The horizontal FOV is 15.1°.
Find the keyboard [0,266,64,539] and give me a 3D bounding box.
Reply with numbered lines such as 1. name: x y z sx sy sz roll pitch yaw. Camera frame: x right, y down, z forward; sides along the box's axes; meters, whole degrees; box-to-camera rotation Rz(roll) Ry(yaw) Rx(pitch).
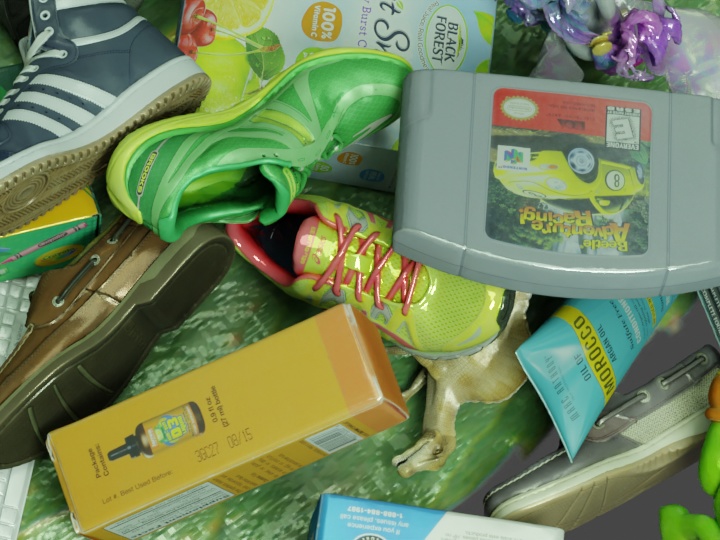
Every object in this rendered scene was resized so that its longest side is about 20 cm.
1. keyboard: -0.218 0.083 1.632 0.056 0.011 0.200 12 66 -4

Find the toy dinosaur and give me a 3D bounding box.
1. toy dinosaur: 0.070 0.031 1.654 0.101 0.058 0.200 34 97 33

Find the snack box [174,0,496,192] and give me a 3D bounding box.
1. snack box: -0.018 -0.145 1.731 0.200 0.068 0.169 10 67 -7

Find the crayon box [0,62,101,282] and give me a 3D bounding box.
1. crayon box: -0.270 -0.046 1.644 0.200 0.058 0.119 -14 64 -16

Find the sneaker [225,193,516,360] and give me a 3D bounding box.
1. sneaker: 0.000 0.000 1.616 0.200 0.090 0.078 15 87 35

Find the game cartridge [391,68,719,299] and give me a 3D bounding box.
1. game cartridge: 0.120 -0.048 1.583 0.200 0.041 0.133 5 63 -2

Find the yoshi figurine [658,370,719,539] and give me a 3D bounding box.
1. yoshi figurine: 0.238 0.166 1.601 0.112 0.112 0.200 16 76 -28

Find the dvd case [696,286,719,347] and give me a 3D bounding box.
1. dvd case: 0.271 0.011 1.712 0.146 0.022 0.200 -7 68 -37

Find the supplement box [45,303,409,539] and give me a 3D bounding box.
1. supplement box: -0.078 0.092 1.581 0.200 0.069 0.067 -23 72 8

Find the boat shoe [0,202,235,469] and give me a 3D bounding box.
1. boat shoe: -0.166 0.034 1.625 0.200 0.072 0.068 -43 62 -15

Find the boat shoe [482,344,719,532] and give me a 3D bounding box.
1. boat shoe: 0.153 0.104 1.657 0.200 0.072 0.065 -24 68 -22

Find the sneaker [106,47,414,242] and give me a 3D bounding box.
1. sneaker: -0.050 -0.067 1.610 0.200 0.074 0.084 -25 53 -18

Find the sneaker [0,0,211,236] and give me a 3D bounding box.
1. sneaker: -0.196 -0.099 1.610 0.200 0.070 0.109 -33 75 -31

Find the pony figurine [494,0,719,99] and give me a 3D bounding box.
1. pony figurine: 0.145 -0.154 1.683 0.166 0.200 0.193 -23 55 9

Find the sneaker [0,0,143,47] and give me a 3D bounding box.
1. sneaker: -0.148 -0.197 1.705 0.200 0.066 0.091 -24 84 16

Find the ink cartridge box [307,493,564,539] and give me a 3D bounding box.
1. ink cartridge box: 0.031 0.242 1.562 0.146 0.084 0.200 10 71 -5

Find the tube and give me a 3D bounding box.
1. tube: 0.148 0.032 1.650 0.077 0.050 0.200 59 39 -14
